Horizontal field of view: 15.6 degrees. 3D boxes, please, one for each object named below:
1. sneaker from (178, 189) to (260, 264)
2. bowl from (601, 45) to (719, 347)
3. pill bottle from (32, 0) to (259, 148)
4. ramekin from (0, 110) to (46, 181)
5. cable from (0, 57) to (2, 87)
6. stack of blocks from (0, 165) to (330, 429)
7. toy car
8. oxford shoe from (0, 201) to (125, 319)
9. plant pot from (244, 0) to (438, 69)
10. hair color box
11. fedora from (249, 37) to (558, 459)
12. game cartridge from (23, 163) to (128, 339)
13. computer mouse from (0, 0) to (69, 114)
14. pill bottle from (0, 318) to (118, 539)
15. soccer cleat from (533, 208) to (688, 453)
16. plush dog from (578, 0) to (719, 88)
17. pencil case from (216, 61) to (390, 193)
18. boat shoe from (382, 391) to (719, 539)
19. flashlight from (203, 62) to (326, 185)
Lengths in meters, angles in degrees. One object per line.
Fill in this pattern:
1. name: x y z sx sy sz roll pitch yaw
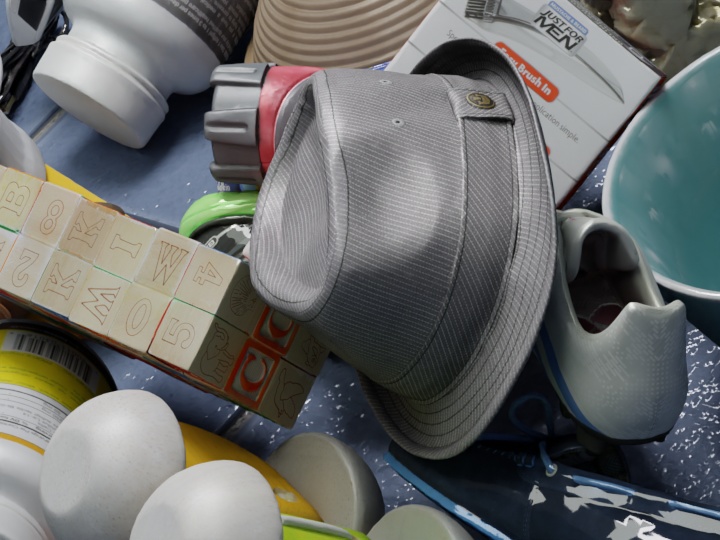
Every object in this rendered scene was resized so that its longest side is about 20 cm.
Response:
1. sneaker: 0.000 0.000 1.388 0.199 0.077 0.084 -3 78 21
2. bowl: 0.224 -0.022 1.225 0.200 0.105 0.201 -18 37 15
3. pill bottle: -0.114 -0.179 1.610 0.110 0.111 0.201 19 73 45
4. ramekin: -0.295 -0.049 1.553 0.199 0.098 0.201 -19 38 15
5. cable: -0.299 -0.088 1.460 0.199 0.069 0.200 5 49 38
6. stack of blocks: -0.106 0.013 1.299 0.199 0.115 0.059 21 83 40
7. toy car: -0.055 0.151 1.179 0.200 0.174 0.151 30 101 50
8. oxford shoe: -0.211 0.028 1.451 0.199 0.071 0.072 -29 65 2
9. plant pot: 0.012 -0.167 1.549 0.200 0.093 0.201 -18 38 15
10. hair color box: 0.048 -0.052 1.306 0.200 0.111 0.064 -51 -5 10
11. fedora: 0.007 -0.020 1.175 0.201 0.090 0.177 -101 32 -45
12. game cartridge: -0.230 0.023 1.534 0.200 0.033 0.176 -42 38 -14
13. computer mouse: -0.202 -0.183 1.651 0.044 0.200 0.110 31 54 -1
14. pill bottle: -0.179 0.109 1.289 0.109 0.110 0.200 -21 21 10
15. soccer cleat: 0.092 -0.002 1.185 0.069 0.087 0.200 -9 35 -24
16. plush dog: 0.176 -0.142 1.402 0.199 0.161 0.172 1 21 -8
17. pencil case: 0.020 -0.081 1.445 0.199 0.087 0.078 -16 30 15
18. boat shoe: 0.101 0.105 1.179 0.199 0.084 0.069 25 85 33
19. flashlight: 0.021 -0.075 1.370 0.199 0.068 0.068 3 3 14
